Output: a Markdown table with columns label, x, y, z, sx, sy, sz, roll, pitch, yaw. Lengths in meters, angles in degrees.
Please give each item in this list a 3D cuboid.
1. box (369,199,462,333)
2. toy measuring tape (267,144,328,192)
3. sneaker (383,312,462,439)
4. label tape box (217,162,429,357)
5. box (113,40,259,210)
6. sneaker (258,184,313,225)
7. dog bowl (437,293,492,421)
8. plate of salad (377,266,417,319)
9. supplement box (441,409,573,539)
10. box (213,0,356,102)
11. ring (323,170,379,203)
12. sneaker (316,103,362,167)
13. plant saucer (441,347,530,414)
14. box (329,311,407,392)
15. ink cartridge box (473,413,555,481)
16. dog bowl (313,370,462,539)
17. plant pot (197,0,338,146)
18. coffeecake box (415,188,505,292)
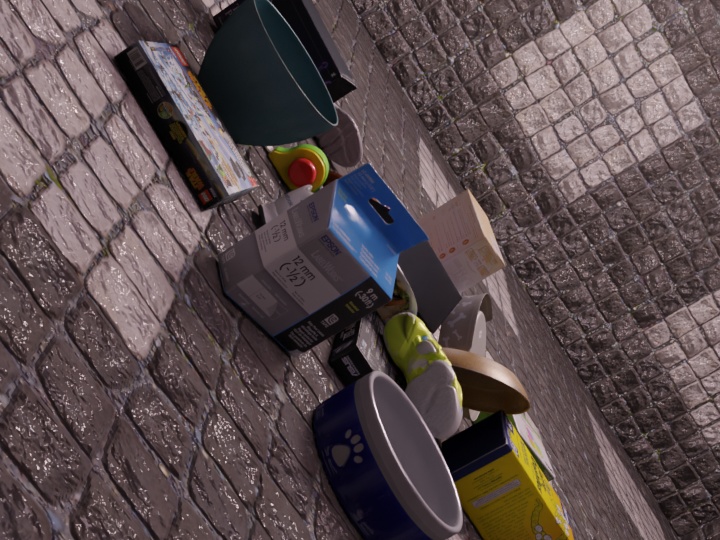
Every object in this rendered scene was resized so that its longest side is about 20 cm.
| label | x | y | z | sx | sy | sz | roll | pitch | yaw |
| --- | --- | --- | --- | --- | --- | --- | --- | --- | --- |
| box | 0.050 | -0.012 | 1.791 | 0.141 | 0.079 | 0.200 | 35 | -12 | 38 |
| toy measuring tape | -0.100 | -0.180 | 1.765 | 0.201 | 0.073 | 0.074 | 58 | 12 | -10 |
| sneaker | 0.098 | 0.147 | 1.588 | 0.105 | 0.075 | 0.201 | 47 | 18 | -48 |
| label tape box | -0.034 | -0.008 | 1.324 | 0.143 | 0.199 | 0.066 | 48 | 18 | -43 |
| box | -0.199 | -0.170 | 1.415 | 0.201 | 0.040 | 0.137 | 60 | 13 | -2 |
| sneaker | -0.051 | -0.032 | 1.581 | 0.200 | 0.087 | 0.075 | 49 | 13 | -46 |
| dog bowl | 0.164 | 0.134 | 1.923 | 0.200 | 0.058 | 0.203 | 6 | 90 | -75 |
| plate of salad | 0.000 | 0.000 | 1.688 | 0.200 | 0.048 | 0.201 | 42 | -19 | 18 |
| supplement box | 0.213 | 0.326 | 1.764 | 0.201 | 0.109 | 0.109 | 57 | 13 | -16 |
| box | -0.116 | -0.333 | 1.853 | 0.201 | 0.140 | 0.079 | 62 | 12 | 14 |
| ring | 0.008 | -0.083 | 1.907 | 0.200 | 0.019 | 0.201 | 40 | -12 | 10 |
| sneaker | -0.055 | -0.280 | 2.156 | 0.201 | 0.077 | 0.112 | 58 | 13 | -10 |
| plant saucer | 0.152 | 0.155 | 1.750 | 0.200 | 0.198 | 0.036 | 44 | 57 | -51 |
| box | 0.027 | 0.138 | 1.603 | 0.161 | 0.043 | 0.200 | 57 | 13 | -13 |
| ink cartridge box | 0.272 | 0.332 | 2.061 | 0.148 | 0.075 | 0.201 | 51 | 14 | -36 |
| dog bowl | 0.032 | 0.218 | 1.356 | 0.201 | 0.078 | 0.200 | 55 | 13 | -19 |
| plant pot | -0.138 | -0.243 | 1.604 | 0.201 | 0.134 | 0.200 | 55 | 12 | -19 |
| coffeecake box | 0.121 | -0.020 | 1.976 | 0.073 | 0.199 | 0.154 | 51 | 15 | -31 |
